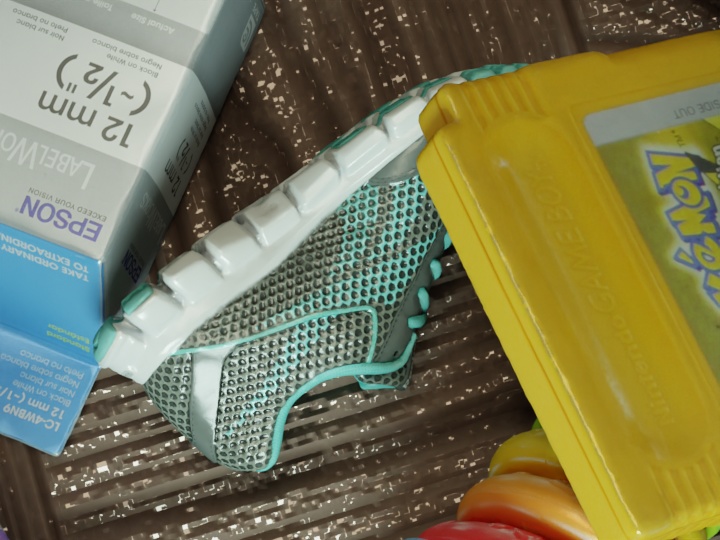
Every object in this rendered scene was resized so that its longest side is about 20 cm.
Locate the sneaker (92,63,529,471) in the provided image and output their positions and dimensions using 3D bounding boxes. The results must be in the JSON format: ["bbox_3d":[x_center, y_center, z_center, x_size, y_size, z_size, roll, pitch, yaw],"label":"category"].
[{"bbox_3d":[0.000,0.000,1.037,0.200,0.078,0.091,-37,94,-7],"label":"sneaker"}]

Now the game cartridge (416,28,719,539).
[{"bbox_3d":[0.132,-0.003,0.985,0.200,0.032,0.177,-14,69,-34],"label":"game cartridge"}]

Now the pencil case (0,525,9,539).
[{"bbox_3d":[-0.142,0.155,0.986,0.085,0.084,0.200,-19,67,-37],"label":"pencil case"}]

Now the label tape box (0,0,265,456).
[{"bbox_3d":[-0.142,-0.050,1.059,0.143,0.066,0.200,21,75,11],"label":"label tape box"}]

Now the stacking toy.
[{"bbox_3d":[0.094,0.074,0.993,0.110,0.116,0.200,29,64,7],"label":"stacking toy"}]
